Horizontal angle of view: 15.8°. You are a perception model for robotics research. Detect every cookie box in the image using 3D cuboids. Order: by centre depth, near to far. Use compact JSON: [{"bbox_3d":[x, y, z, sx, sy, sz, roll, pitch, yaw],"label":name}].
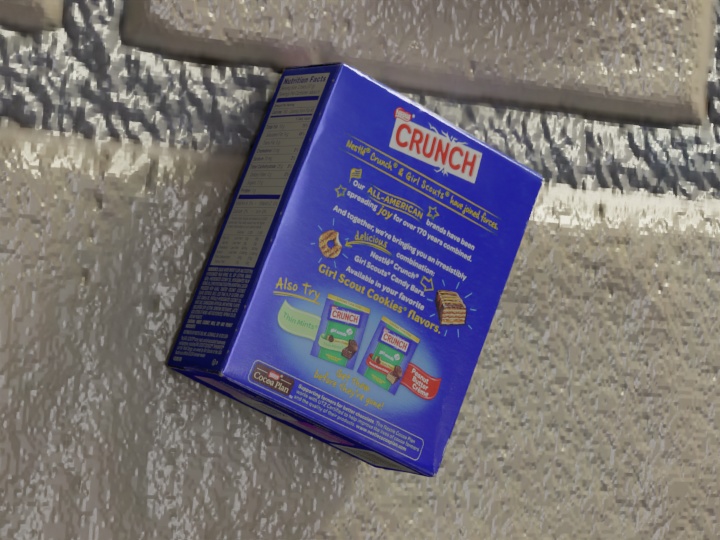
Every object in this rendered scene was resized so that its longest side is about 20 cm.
[{"bbox_3d":[0.000,0.000,1.563,0.171,0.075,0.200,28,78,-31],"label":"cookie box"}]
